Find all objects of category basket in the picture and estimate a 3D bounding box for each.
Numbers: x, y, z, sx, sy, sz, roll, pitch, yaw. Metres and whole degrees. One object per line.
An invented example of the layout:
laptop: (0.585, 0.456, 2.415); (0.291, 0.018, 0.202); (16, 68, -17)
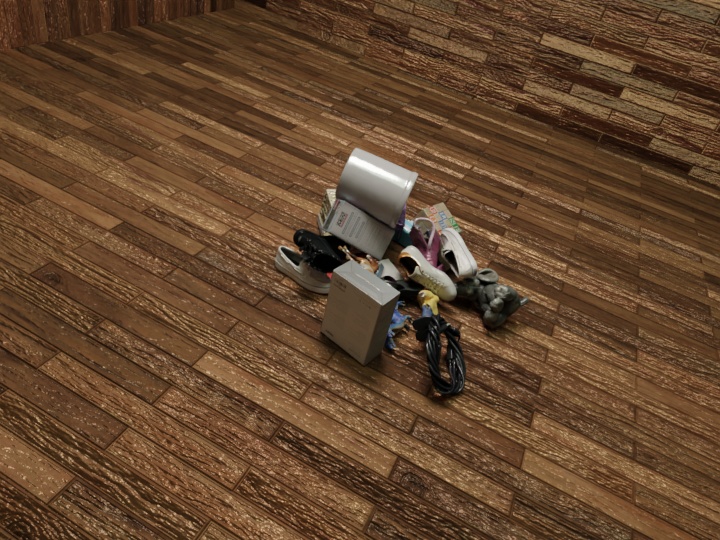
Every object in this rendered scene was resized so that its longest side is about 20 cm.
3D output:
basket: (-0.027, -0.173, 1.721); (0.197, 0.125, 0.136); (1, 39, -18)

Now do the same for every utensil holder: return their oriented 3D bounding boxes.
utensil holder: (0.045, -0.242, 1.559); (0.198, 0.171, 0.171); (25, 37, 1)

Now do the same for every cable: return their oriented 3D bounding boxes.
cable: (0.208, 0.204, 1.307); (0.050, 0.164, 0.202); (-13, 42, 29)

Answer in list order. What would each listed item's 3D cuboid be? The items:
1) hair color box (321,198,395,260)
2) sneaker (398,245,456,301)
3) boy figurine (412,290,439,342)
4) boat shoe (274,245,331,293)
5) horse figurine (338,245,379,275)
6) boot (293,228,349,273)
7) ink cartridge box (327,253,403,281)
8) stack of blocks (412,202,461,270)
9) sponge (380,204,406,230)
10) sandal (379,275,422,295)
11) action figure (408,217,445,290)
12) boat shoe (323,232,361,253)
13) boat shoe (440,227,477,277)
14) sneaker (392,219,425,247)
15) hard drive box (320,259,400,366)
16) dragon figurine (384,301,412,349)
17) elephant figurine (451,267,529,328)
hair color box: (-0.005, -0.118, 1.562); (0.198, 0.100, 0.060); (27, 1, -32)
sneaker: (0.182, 0.023, 1.520); (0.200, 0.073, 0.085); (43, 37, 7)
boy figurine: (0.178, 0.107, 1.447); (0.063, 0.126, 0.201); (-13, 22, 13)
boat shoe: (-0.157, -0.004, 1.505); (0.198, 0.066, 0.074); (25, 37, 14)
horse figurine: (0.002, -0.004, 1.437); (0.132, 0.050, 0.201); (38, 15, -20)
boot: (-0.089, -0.045, 1.503); (0.196, 0.074, 0.162); (18, 17, -35)
ink cartridge box: (0.000, 0.000, 1.574); (0.197, 0.045, 0.177); (-11, 45, -31)
stack of blocks: (0.270, -0.111, 1.728); (0.114, 0.059, 0.202); (-20, 75, -44)
sponge: (0.043, -0.196, 1.650); (0.197, 0.030, 0.113); (15, 53, -10)
sandal: (0.088, 0.039, 1.489); (0.198, 0.049, 0.075); (-5, 30, -37)
action figure: (0.210, -0.036, 1.605); (0.132, 0.149, 0.203); (0, 65, -8)
boat shoe: (-0.019, -0.080, 1.643); (0.196, 0.072, 0.065); (-2, 24, -7)
boat shoe: (0.269, -0.050, 1.569); (0.065, 0.073, 0.202); (-10, 48, -15)
sneaker: (0.163, -0.144, 1.792); (0.199, 0.080, 0.130); (40, 44, 16)
hard drive box: (-0.006, 0.103, 1.307); (0.155, 0.202, 0.076); (35, 40, 24)
dragon figurine: (0.074, 0.121, 1.430); (0.098, 0.059, 0.201); (-2, 41, -22)
elephant figurine: (0.352, 0.057, 1.554); (0.200, 0.142, 0.155); (42, 1, 44)
